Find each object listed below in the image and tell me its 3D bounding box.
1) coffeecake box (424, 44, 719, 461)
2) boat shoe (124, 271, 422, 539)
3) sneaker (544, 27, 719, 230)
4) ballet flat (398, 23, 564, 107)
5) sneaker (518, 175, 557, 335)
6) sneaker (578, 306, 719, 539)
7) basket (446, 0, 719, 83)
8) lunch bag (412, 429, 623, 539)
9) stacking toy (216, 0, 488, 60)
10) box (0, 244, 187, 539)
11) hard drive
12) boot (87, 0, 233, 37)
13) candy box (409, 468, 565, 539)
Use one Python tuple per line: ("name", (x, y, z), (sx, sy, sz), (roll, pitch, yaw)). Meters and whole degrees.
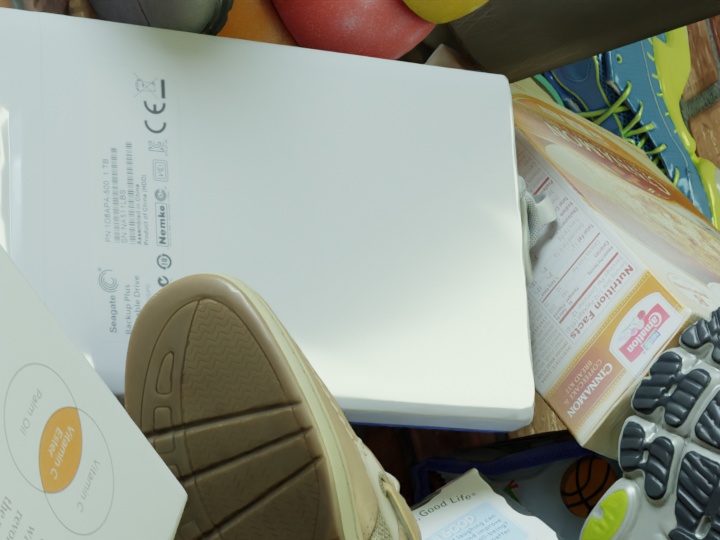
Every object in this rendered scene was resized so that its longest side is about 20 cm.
("coffeecake box", (0.110, 0.006, 1.040), (0.153, 0.073, 0.200), (23, 21, -44))
("boat shoe", (-0.016, 0.092, 0.787), (0.065, 0.071, 0.200), (-32, 102, -64))
("sneaker", (0.133, -0.073, 1.289), (0.105, 0.076, 0.200), (18, 56, -47))
("ballet flat", (0.030, -0.090, 1.095), (0.200, 0.069, 0.070), (43, 43, -47))
("sneaker", (0.000, 0.000, 0.910), (0.200, 0.115, 0.075), (-45, 135, -61))
("sneaker", (0.136, 0.089, 0.931), (0.078, 0.200, 0.080), (41, 18, 31))
("basket", (0.123, -0.171, 1.011), (0.136, 0.200, 0.180), (21, 45, -63))
("lunch bag", (0.113, 0.169, 1.069), (0.170, 0.124, 0.200), (1, 81, -66))
("stacking toy", (0.015, -0.135, 0.914), (0.146, 0.200, 0.146), (37, 47, -54))
("box", (-0.151, 0.057, 0.604), (0.200, 0.106, 0.152), (58, 32, -34))
("hard drive", (-0.036, -0.015, 0.834), (0.200, 0.025, 0.132), (5, 71, -26))
("boot", (-0.124, -0.156, 0.812), (0.132, 0.070, 0.200), (-30, 95, -60))
("candy box", (0.082, 0.194, 0.859), (0.072, 0.200, 0.168), (-30, 136, -27))
